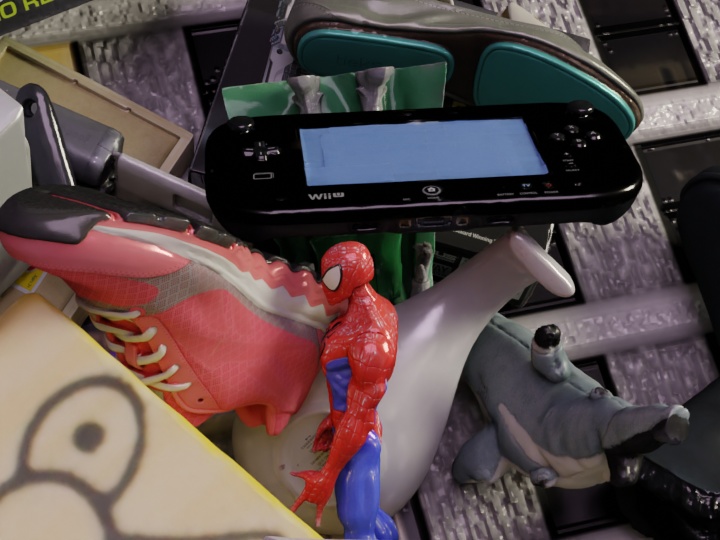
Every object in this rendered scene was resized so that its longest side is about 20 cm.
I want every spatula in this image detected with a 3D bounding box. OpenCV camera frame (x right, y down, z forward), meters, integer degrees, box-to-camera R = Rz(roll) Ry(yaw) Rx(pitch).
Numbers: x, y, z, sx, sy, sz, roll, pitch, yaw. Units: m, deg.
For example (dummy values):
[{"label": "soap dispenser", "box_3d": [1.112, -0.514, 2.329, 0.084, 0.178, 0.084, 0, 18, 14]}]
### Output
[{"label": "spatula", "box_3d": [-0.132, 0.004, 0.763, 0.056, 0.021, 0.202, -16, 97, 20]}]

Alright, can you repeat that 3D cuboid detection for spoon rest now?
[{"label": "spoon rest", "box_3d": [0.021, 0.052, 0.746, 0.099, 0.200, 0.061, 45, 20, -7]}]

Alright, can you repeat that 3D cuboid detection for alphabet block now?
[{"label": "alphabet block", "box_3d": [-0.135, 0.169, 0.633, 0.195, 0.197, 0.200, 40, 64, 10]}]

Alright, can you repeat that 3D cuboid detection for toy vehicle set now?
[{"label": "toy vehicle set", "box_3d": [-0.190, -0.021, 0.814, 0.123, 0.027, 0.201, 28, 63, 5]}]

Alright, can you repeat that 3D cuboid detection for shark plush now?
[{"label": "shark plush", "box_3d": [0.088, 0.064, 0.736, 0.090, 0.200, 0.084, -17, 99, -6]}]

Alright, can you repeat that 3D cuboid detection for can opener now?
[{"label": "can opener", "box_3d": [-0.148, -0.042, 0.786, 0.198, 0.053, 0.067, 23, 63, 4]}]

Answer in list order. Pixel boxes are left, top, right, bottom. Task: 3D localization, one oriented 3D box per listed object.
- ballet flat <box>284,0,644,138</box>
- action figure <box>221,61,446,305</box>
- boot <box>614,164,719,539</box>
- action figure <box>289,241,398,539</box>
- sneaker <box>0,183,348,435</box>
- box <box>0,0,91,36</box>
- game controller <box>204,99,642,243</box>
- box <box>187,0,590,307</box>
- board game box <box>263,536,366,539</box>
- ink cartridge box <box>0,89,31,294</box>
[{"label": "ballet flat", "box_3d": [0.059, -0.123, 0.826, 0.198, 0.068, 0.064, 13, 55, -1]}, {"label": "action figure", "box_3d": [0.000, 0.000, 0.784, 0.117, 0.055, 0.203, -7, 95, -2]}, {"label": "boot", "box_3d": [0.193, 0.058, 0.806, 0.167, 0.077, 0.201, -31, 78, -26]}, {"label": "action figure", "box_3d": [-0.004, 0.083, 0.694, 0.051, 0.202, 0.066, 3, 20, 5]}, {"label": "sneaker", "box_3d": [-0.076, 0.024, 0.654, 0.073, 0.199, 0.088, 15, 85, 39]}, {"label": "box", "box_3d": [-0.197, -0.187, 0.846, 0.198, 0.045, 0.160, -25, 39, -19]}, {"label": "game controller", "box_3d": [0.027, -0.048, 0.709, 0.197, 0.043, 0.104, -4, 20, -4]}, {"label": "box", "box_3d": [0.019, -0.083, 0.865, 0.198, 0.050, 0.159, 17, 63, 0]}, {"label": "board game box", "box_3d": [0.046, 0.205, 0.580, 0.198, 0.041, 0.202, 7, 86, -35]}, {"label": "ink cartridge box", "box_3d": [-0.266, -0.016, 0.702, 0.145, 0.145, 0.200, 38, 64, 12]}]
